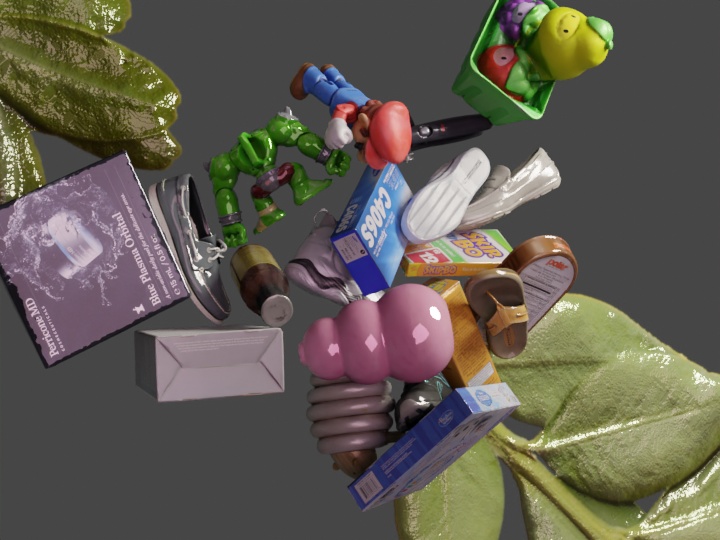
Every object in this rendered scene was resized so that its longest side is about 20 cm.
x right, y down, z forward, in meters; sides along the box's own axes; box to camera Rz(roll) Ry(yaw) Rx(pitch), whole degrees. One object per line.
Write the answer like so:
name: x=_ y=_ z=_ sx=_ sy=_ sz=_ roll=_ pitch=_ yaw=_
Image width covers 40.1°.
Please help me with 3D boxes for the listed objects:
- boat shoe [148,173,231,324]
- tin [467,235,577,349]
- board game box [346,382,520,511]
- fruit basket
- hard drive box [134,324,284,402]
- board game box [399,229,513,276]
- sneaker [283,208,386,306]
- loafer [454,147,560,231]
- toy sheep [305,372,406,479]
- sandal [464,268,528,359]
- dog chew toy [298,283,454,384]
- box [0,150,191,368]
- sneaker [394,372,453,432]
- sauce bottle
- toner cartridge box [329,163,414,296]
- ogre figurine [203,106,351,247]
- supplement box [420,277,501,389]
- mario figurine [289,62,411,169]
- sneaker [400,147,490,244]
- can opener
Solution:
boat shoe: x=-0.209 y=-0.029 z=1.288 sx=0.061 sy=0.073 sz=0.203 roll=-23 pitch=93 yaw=11
tin: x=0.228 y=0.036 z=1.413 sx=0.111 sy=0.042 sz=0.201 roll=17 pitch=123 yaw=-37
board game box: x=0.101 y=0.229 z=1.305 sx=0.200 sy=0.198 sz=0.044 roll=-44 pitch=69 yaw=17
fruit basket: x=0.246 y=-0.319 z=1.389 sx=0.154 sy=0.215 sz=0.218 roll=34 pitch=78 yaw=-16
hard drive box: x=-0.193 y=0.111 z=1.229 sx=0.152 sy=0.199 sz=0.079 roll=-2 pitch=90 yaw=-19
board game box: x=0.142 y=-0.026 z=1.417 sx=0.196 sy=0.096 sz=0.030 roll=2 pitch=122 yaw=-22
sneaker: x=0.000 y=0.000 z=1.371 sx=0.197 sy=0.075 sz=0.117 roll=27 pitch=82 yaw=-15
loafer: x=0.208 y=-0.119 z=1.460 sx=0.198 sy=0.070 sz=0.071 roll=-28 pitch=92 yaw=-26
toy sheep: x=-0.011 y=0.181 z=1.338 sx=0.135 sy=0.138 sz=0.204 roll=-4 pitch=76 yaw=-20
sandal: x=0.199 y=0.068 z=1.366 sx=0.079 sy=0.055 sz=0.202 roll=-22 pitch=136 yaw=2
dog chew toy: x=0.018 y=0.089 z=1.262 sx=0.195 sy=0.125 sz=0.127 roll=-10 pitch=92 yaw=-1
box: x=-0.342 y=-0.013 z=1.222 sx=0.197 sy=0.117 sz=0.200 roll=-27 pitch=98 yaw=-18
sneaker: x=0.078 y=0.167 z=1.331 sx=0.074 sy=0.200 sz=0.080 roll=-29 pitch=78 yaw=12
sauce bottle: x=-0.124 y=0.021 z=1.255 sx=0.065 sy=0.200 sz=0.067 roll=-5 pitch=110 yaw=-14
toner cartridge box: x=0.024 y=-0.064 z=1.327 sx=0.096 sy=0.043 sz=0.201 roll=59 pitch=30 yaw=-24
ogre figurine: x=-0.120 y=-0.131 z=1.314 sx=0.198 sy=0.098 sz=0.121 roll=-31 pitch=96 yaw=25
supplement box: x=0.137 y=0.111 z=1.398 sx=0.068 sy=0.066 sz=0.203 roll=-38 pitch=116 yaw=-26
mario figurine: x=-0.014 y=-0.194 z=1.319 sx=0.123 sy=0.200 sz=0.107 roll=-35 pitch=144 yaw=-18
sneaker: x=0.114 y=-0.096 z=1.393 sx=0.073 sy=0.071 sz=0.200 roll=51 pitch=52 yaw=-5
can opener: x=0.105 y=-0.200 z=1.422 sx=0.196 sy=0.063 sz=0.080 roll=-10 pitch=91 yaw=-20
